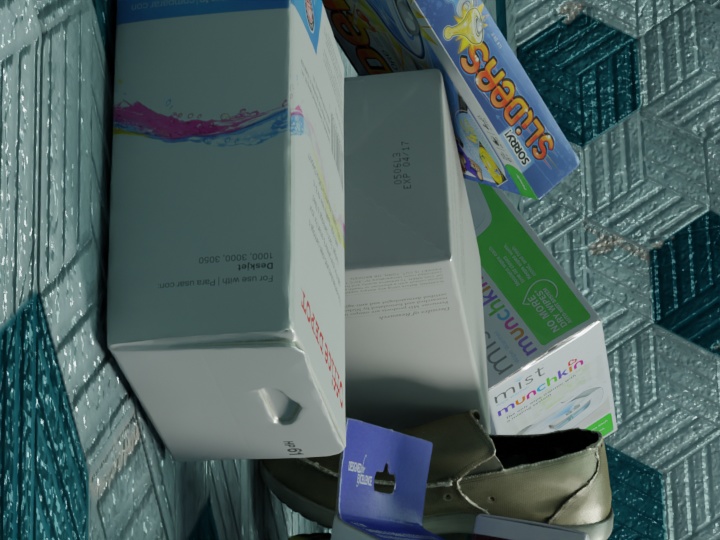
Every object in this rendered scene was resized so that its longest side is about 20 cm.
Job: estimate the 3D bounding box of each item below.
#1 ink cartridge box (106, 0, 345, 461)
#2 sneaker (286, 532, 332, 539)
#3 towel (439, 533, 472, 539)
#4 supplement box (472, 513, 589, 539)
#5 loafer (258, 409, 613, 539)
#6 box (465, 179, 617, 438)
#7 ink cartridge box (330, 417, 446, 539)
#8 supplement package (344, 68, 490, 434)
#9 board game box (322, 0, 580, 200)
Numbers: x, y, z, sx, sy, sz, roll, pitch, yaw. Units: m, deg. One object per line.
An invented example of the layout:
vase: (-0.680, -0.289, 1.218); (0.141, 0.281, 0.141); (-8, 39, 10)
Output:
ink cartridge box: (-0.056, -0.031, 1.222); (0.145, 0.085, 0.200); (70, 16, -64)
sneaker: (-0.026, 0.207, 1.442); (0.200, 0.074, 0.085); (-61, 154, -61)
towel: (0.082, 0.218, 1.509); (0.022, 0.200, 0.147); (31, 89, -44)
supplement box: (0.073, 0.234, 1.403); (0.109, 0.061, 0.200); (64, 36, -71)
loafer: (0.044, 0.103, 1.505); (0.075, 0.200, 0.070); (-119, -143, -66)
box: (0.076, 0.023, 1.875); (0.200, 0.097, 0.176); (55, -9, 28)
ink cartridge box: (0.016, 0.179, 1.341); (0.198, 0.047, 0.200); (26, 75, -75)
supplement package: (0.000, 0.000, 1.500); (0.200, 0.120, 0.121); (74, 11, -58)
board game box: (0.025, -0.133, 1.485); (0.200, 0.034, 0.135); (56, -17, -25)
